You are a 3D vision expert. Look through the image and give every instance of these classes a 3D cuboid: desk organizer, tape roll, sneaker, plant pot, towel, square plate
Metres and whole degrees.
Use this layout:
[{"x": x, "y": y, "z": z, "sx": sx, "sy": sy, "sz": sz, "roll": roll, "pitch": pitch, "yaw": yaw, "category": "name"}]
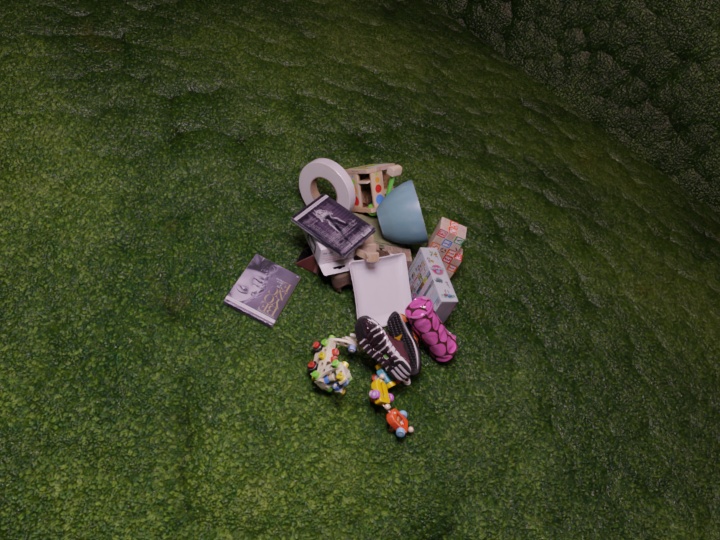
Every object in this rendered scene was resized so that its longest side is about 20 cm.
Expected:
[{"x": -0.124, "y": -0.088, "z": 1.697, "sx": 0.076, "sy": 0.072, "sz": 0.201, "roll": 24, "pitch": 45, "yaw": 0, "category": "desk organizer"}, {"x": -0.106, "y": -0.252, "z": 1.756, "sx": 0.202, "sy": 0.204, "sz": 0.037, "roll": 38, "pitch": 45, "yaw": 10, "category": "tape roll"}, {"x": 0.145, "y": 0.204, "z": 1.562, "sx": 0.089, "sy": 0.070, "sz": 0.202, "roll": 16, "pitch": 40, "yaw": -37, "category": "sneaker"}, {"x": 0.124, "y": -0.168, "z": 1.751, "sx": 0.133, "sy": 0.201, "sz": 0.202, "roll": -15, "pitch": 52, "yaw": 5, "category": "plant pot"}, {"x": 0.044, "y": -0.123, "z": 1.815, "sx": 0.197, "sy": 0.037, "sz": 0.150, "roll": 9, "pitch": 39, "yaw": -20, "category": "towel"}, {"x": 0.060, "y": 0.062, "z": 1.619, "sx": 0.195, "sy": 0.028, "sz": 0.204, "roll": -10, "pitch": 92, "yaw": -30, "category": "square plate"}, {"x": 0.000, "y": 0.000, "z": 1.655, "sx": 0.197, "sy": 0.077, "sz": 0.070, "roll": -20, "pitch": 35, "yaw": -19, "category": "sneaker"}, {"x": 0.062, "y": 0.190, "z": 1.465, "sx": 0.201, "sy": 0.075, "sz": 0.116, "roll": 53, "pitch": 19, "yaw": -7, "category": "sneaker"}]

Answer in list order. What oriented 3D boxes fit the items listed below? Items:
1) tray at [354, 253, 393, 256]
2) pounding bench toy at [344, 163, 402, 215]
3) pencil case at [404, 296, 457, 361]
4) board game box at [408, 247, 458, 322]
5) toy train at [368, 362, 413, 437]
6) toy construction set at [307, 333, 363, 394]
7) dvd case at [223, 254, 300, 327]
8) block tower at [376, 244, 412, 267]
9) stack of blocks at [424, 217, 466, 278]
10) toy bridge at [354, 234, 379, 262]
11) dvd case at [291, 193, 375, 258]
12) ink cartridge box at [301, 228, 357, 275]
[{"x": 0.036, "y": -0.004, "z": 1.702, "sx": 0.197, "sy": 0.022, "sz": 0.109, "roll": 7, "pitch": 91, "yaw": -19, "category": "tray"}, {"x": 0.061, "y": -0.262, "z": 1.825, "sx": 0.123, "sy": 0.159, "sz": 0.199, "roll": -18, "pitch": 18, "yaw": -35, "category": "pounding bench toy"}, {"x": 0.201, "y": 0.160, "z": 1.554, "sx": 0.094, "sy": 0.201, "sz": 0.090, "roll": -45, "pitch": 36, "yaw": -15, "category": "pencil case"}, {"x": 0.208, "y": 0.054, "z": 1.672, "sx": 0.063, "sy": 0.148, "sz": 0.202, "roll": -1, "pitch": 52, "yaw": -24, "category": "board game box"}, {"x": 0.075, "y": 0.330, "z": 1.443, "sx": 0.150, "sy": 0.055, "sz": 0.201, "roll": 44, "pitch": 30, "yaw": -22, "category": "toy train"}, {"x": -0.062, "y": 0.226, "z": 1.416, "sx": 0.093, "sy": 0.130, "sz": 0.201, "roll": 59, "pitch": 31, "yaw": -21, "category": "toy construction set"}, {"x": -0.269, "y": 0.052, "z": 1.546, "sx": 0.147, "sy": 0.016, "sz": 0.201, "roll": 27, "pitch": 46, "yaw": -1, "category": "dvd case"}, {"x": 0.062, "y": -0.044, "z": 1.755, "sx": 0.197, "sy": 0.054, "sz": 0.058, "roll": 8, "pitch": 47, "yaw": -17, "category": "block tower"}, {"x": 0.266, "y": -0.060, "z": 1.760, "sx": 0.114, "sy": 0.201, "sz": 0.059, "roll": 21, "pitch": 45, "yaw": -4, "category": "stack of blocks"}, {"x": 0.014, "y": -0.066, "z": 1.639, "sx": 0.066, "sy": 0.028, "sz": 0.200, "roll": -3, "pitch": 20, "yaw": -3, "category": "toy bridge"}, {"x": -0.076, "y": -0.130, "z": 1.582, "sx": 0.199, "sy": 0.016, "sz": 0.149, "roll": 35, "pitch": 51, "yaw": 16, "category": "dvd case"}, {"x": -0.086, "y": -0.089, "z": 1.611, "sx": 0.114, "sy": 0.068, "sz": 0.201, "roll": -12, "pitch": 53, "yaw": -22, "category": "ink cartridge box"}]
